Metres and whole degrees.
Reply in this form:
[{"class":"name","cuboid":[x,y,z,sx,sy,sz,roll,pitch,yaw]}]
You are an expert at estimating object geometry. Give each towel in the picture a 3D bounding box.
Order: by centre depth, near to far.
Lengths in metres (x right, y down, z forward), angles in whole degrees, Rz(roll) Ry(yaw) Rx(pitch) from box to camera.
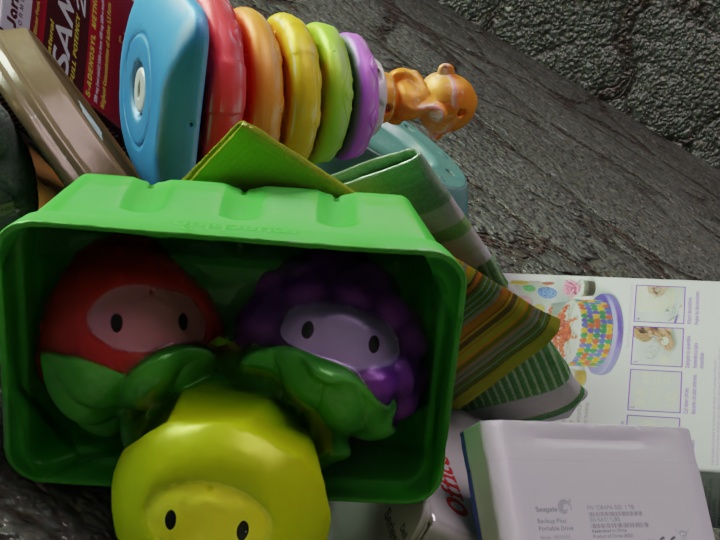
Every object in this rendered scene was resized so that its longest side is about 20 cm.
[{"class":"towel","cuboid":[0.000,0.000,0.771,0.199,0.086,0.018,32,40,-22]},{"class":"towel","cuboid":[0.017,0.026,0.826,0.200,0.151,0.024,52,36,-34]}]

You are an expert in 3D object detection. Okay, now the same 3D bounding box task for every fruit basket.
[{"class":"fruit basket","cuboid":[-0.058,0.058,0.666,0.213,0.157,0.216,4,31,-2]}]

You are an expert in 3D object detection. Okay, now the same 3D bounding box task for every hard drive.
[{"class":"hard drive","cuboid":[0.119,0.170,0.712,0.131,0.025,0.202,6,64,-32]}]

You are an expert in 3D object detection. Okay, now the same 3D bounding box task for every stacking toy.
[{"class":"stacking toy","cuboid":[-0.026,-0.097,0.850,0.198,0.117,0.110,-1,25,-22]}]

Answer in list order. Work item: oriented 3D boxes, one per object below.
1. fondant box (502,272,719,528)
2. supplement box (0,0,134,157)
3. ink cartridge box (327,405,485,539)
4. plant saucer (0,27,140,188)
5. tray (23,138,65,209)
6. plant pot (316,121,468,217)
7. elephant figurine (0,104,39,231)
[{"class":"fondant box","cuboid":[0.152,0.075,0.937,0.198,0.059,0.145,3,48,12]},{"class":"supplement box","cuboid":[-0.186,-0.137,0.993,0.200,0.060,0.110,39,42,-52]},{"class":"ink cartridge box","cuboid":[0.082,0.156,0.806,0.199,0.084,0.146,28,17,-19]},{"class":"plant saucer","cuboid":[-0.139,-0.052,0.832,0.201,0.029,0.200,55,-2,3]},{"class":"tray","cuboid":[-0.215,-0.046,0.908,0.200,0.037,0.098,43,19,31]},{"class":"plant pot","cuboid":[-0.026,-0.022,0.971,0.199,0.162,0.201,29,17,-10]},{"class":"elephant figurine","cuboid":[-0.257,-0.081,0.771,0.200,0.141,0.156,37,-29,38]}]
